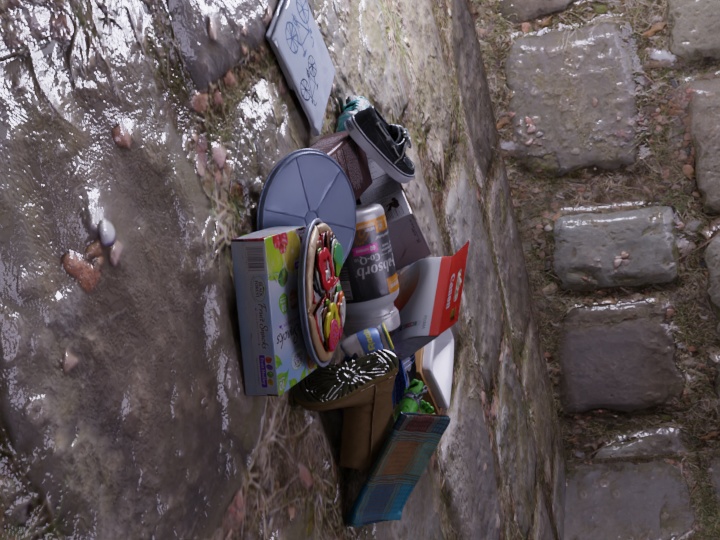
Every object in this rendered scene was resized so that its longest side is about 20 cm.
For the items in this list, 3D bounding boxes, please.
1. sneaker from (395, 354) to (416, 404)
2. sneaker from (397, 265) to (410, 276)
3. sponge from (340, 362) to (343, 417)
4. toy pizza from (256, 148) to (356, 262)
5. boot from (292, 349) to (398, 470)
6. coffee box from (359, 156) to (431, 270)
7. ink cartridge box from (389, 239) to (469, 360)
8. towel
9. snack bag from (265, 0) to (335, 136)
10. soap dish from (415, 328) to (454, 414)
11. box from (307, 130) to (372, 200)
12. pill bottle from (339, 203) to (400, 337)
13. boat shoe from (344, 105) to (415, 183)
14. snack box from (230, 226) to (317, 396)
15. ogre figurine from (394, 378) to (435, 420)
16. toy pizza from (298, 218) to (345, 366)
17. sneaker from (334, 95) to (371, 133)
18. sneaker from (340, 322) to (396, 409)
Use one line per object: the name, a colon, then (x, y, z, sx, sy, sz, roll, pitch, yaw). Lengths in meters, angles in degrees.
sneaker: (0.067, 0.147, 1.651, 0.078, 0.070, 0.201, 24, 66, -73)
sneaker: (0.066, 0.031, 1.689, 0.075, 0.086, 0.201, -52, 155, -72)
sponge: (0.007, 0.186, 1.502, 0.200, 0.030, 0.112, -50, 128, -65)
toy pizza: (-0.080, -0.075, 1.282, 0.200, 0.032, 0.201, -8, 101, -48)
boot: (-0.017, 0.227, 1.323, 0.066, 0.174, 0.201, -126, -150, -45)
coffee box: (0.048, -0.113, 1.578, 0.113, 0.080, 0.200, 60, 8, -45)
ink cartridge box: (0.111, 0.048, 1.518, 0.200, 0.050, 0.163, 132, -25, -57)
towel: (0.062, 0.316, 1.407, 0.146, 0.022, 0.201, 15, 105, -53)
snack bag: (-0.092, -0.350, 1.454, 0.200, 0.021, 0.189, 63, 27, -42)
soap dish: (0.131, 0.173, 1.798, 0.158, 0.081, 0.201, 64, 25, -43)
box: (-0.046, -0.156, 1.430, 0.200, 0.075, 0.101, -51, 130, -63)
pill bottle: (0.000, 0.000, 1.430, 0.116, 0.116, 0.201, -42, 122, -68)
boat shoe: (0.051, -0.214, 1.486, 0.199, 0.068, 0.074, 37, 25, -48)
snack box: (-0.109, 0.048, 1.160, 0.142, 0.053, 0.201, -25, 113, -69)
ogre figurine: (0.063, 0.297, 1.520, 0.098, 0.200, 0.120, 38, 33, 7)
toy pizza: (-0.045, 0.030, 1.207, 0.200, 0.032, 0.201, -3, 90, -79)
sneaker: (-0.010, -0.277, 1.616, 0.092, 0.077, 0.200, 67, 14, 4)
sneaker: (0.010, 0.167, 1.385, 0.074, 0.082, 0.201, -118, -161, -50)
